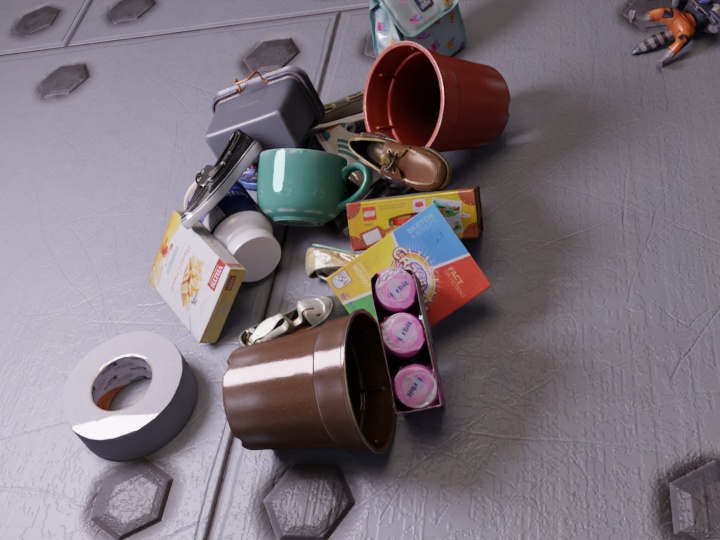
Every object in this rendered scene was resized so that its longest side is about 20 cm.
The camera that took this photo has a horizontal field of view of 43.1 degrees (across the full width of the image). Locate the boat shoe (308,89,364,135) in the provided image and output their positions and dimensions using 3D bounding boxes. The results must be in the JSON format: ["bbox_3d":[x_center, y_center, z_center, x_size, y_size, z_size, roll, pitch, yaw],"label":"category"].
[{"bbox_3d":[-0.071,-0.299,1.756,0.201,0.072,0.060,-13,92,1],"label":"boat shoe"}]

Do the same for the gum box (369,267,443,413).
[{"bbox_3d":[0.066,0.097,1.283,0.066,0.114,0.200,-12,80,6],"label":"gum box"}]

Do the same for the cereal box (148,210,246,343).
[{"bbox_3d":[-0.277,0.008,1.525,0.200,0.039,0.144,41,115,40],"label":"cereal box"}]

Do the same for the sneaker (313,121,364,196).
[{"bbox_3d":[-0.009,-0.210,1.668,0.093,0.070,0.200,-32,45,-3],"label":"sneaker"}]

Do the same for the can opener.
[{"bbox_3d":[0.048,-0.126,1.598,0.200,0.067,0.053,-41,53,-3],"label":"can opener"}]

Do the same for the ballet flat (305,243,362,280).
[{"bbox_3d":[0.000,0.000,1.492,0.200,0.071,0.071,7,52,22],"label":"ballet flat"}]

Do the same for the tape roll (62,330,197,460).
[{"bbox_3d":[-0.361,0.193,1.428,0.200,0.066,0.201,-9,47,10],"label":"tape roll"}]

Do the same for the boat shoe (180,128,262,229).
[{"bbox_3d":[-0.243,-0.154,1.525,0.200,0.057,0.069,-54,15,-24],"label":"boat shoe"}]

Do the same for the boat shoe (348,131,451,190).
[{"bbox_3d":[0.058,-0.176,1.487,0.068,0.072,0.200,-3,20,-42],"label":"boat shoe"}]

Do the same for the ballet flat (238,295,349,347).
[{"bbox_3d":[-0.100,0.083,1.443,0.200,0.064,0.067,-28,47,-8],"label":"ballet flat"}]

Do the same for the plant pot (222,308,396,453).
[{"bbox_3d":[-0.073,0.167,1.286,0.198,0.200,0.200,-10,47,20],"label":"plant pot"}]

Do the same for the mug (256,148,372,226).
[{"bbox_3d":[-0.090,-0.137,1.545,0.185,0.152,0.115,-1,84,49],"label":"mug"}]

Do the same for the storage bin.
[{"bbox_3d":[-0.183,-0.268,1.630,0.200,0.146,0.134,-15,33,21],"label":"storage bin"}]

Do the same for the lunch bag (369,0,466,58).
[{"bbox_3d":[0.108,-0.494,1.795,0.170,0.200,0.122,-41,50,-20],"label":"lunch bag"}]

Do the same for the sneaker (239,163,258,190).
[{"bbox_3d":[-0.161,-0.199,1.702,0.200,0.079,0.075,2,50,19],"label":"sneaker"}]

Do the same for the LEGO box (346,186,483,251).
[{"bbox_3d":[0.092,-0.085,1.468,0.200,0.077,0.149,-6,6,11],"label":"LEGO box"}]

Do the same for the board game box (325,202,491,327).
[{"bbox_3d":[0.072,0.017,1.373,0.200,0.040,0.153,-36,88,6],"label":"board game box"}]

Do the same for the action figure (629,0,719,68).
[{"bbox_3d":[0.589,-0.484,1.703,0.193,0.105,0.200,-26,72,-13],"label":"action figure"}]

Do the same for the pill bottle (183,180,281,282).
[{"bbox_3d":[-0.221,-0.075,1.587,0.116,0.116,0.200,-31,49,-10],"label":"pill bottle"}]

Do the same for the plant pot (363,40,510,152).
[{"bbox_3d":[0.143,-0.287,1.580,0.195,0.201,0.201,-6,35,-39],"label":"plant pot"}]
